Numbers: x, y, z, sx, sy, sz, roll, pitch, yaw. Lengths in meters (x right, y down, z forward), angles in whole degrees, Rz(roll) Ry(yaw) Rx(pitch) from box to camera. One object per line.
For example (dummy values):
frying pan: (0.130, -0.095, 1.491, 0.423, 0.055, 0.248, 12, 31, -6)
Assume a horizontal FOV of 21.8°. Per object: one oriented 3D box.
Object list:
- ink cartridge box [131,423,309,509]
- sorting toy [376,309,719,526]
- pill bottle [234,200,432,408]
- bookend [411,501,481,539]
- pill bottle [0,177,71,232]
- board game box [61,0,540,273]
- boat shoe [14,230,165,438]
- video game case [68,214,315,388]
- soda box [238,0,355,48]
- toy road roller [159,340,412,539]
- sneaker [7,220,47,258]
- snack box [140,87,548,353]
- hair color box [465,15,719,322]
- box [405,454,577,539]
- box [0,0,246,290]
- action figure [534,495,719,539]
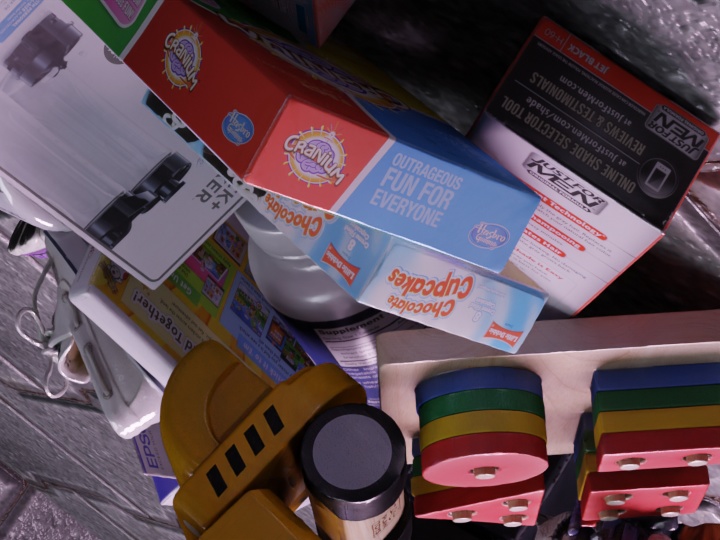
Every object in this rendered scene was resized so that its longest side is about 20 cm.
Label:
ink cartridge box: (-0.128, 0.074, 1.331, 0.199, 0.043, 0.199, 16, -135, -52)
sorting toy: (0.110, 0.093, 1.048, 0.197, 0.070, 0.200, -4, 159, 0)
pill bottle: (0.000, 0.000, 1.105, 0.110, 0.111, 0.200, 20, 157, 36)
bookend: (0.081, 0.240, 1.231, 0.199, 0.093, 0.199, 27, 167, 20)
pill bottle: (-0.215, -0.094, 1.115, 0.199, 0.107, 0.106, 20, 158, 51)
board game box: (-0.031, -0.079, 0.841, 0.152, 0.041, 0.200, 19, -163, -41)
boat shoe: (-0.176, 0.042, 1.194, 0.075, 0.086, 0.202, 47, -179, -45)
video game case: (-0.079, 0.004, 1.151, 0.023, 0.183, 0.200, -15, 132, 37)
soda box: (-0.028, -0.178, 0.777, 0.063, 0.069, 0.200, 31, 162, 13)
toy road roller: (-0.070, 0.134, 1.026, 0.146, 0.200, 0.123, 38, 161, 20)
sneaker: (-0.208, -0.030, 1.446, 0.083, 0.081, 0.199, 37, 162, -28)
snack box: (-0.010, -0.036, 0.903, 0.116, 0.037, 0.200, 19, -163, -45)
hair color box: (0.094, -0.040, 0.928, 0.101, 0.061, 0.200, 34, 163, 0)
box: (0.080, 0.149, 1.353, 0.199, 0.105, 0.148, 21, 157, 35)
box: (-0.140, -0.091, 0.977, 0.200, 0.117, 0.060, 41, -171, -41)
action figure: (0.191, 0.192, 1.138, 0.192, 0.200, 0.106, 11, 120, 21)
